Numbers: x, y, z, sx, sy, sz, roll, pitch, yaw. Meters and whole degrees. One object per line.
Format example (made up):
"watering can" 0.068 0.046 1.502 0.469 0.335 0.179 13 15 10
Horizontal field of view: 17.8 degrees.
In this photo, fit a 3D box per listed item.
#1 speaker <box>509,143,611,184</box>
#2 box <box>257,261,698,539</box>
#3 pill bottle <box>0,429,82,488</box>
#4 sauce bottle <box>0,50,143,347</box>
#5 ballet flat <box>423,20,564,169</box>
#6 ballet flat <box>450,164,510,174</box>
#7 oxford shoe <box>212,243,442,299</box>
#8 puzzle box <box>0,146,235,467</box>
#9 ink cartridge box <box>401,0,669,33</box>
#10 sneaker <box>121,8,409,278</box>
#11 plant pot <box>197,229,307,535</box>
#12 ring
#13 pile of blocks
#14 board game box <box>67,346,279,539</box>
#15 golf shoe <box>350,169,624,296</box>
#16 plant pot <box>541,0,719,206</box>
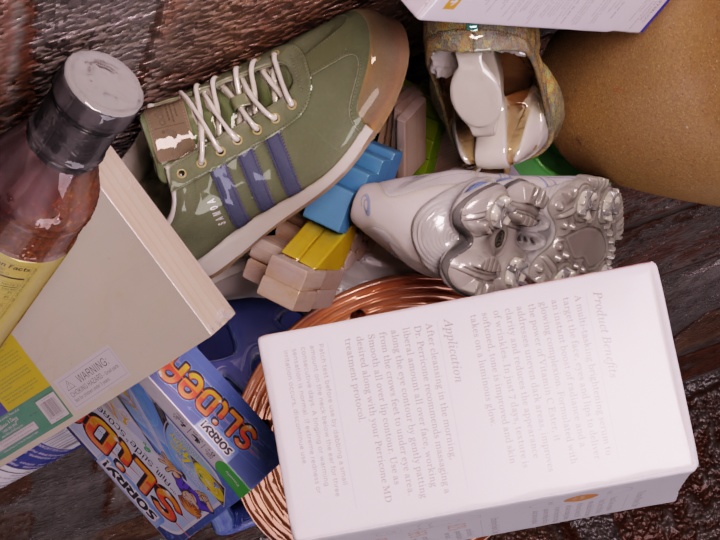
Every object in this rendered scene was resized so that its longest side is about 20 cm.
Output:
"speaker" 0.094 -0.052 1.469 0.088 0.089 0.200 -16 167 -26
"box" 0.061 0.077 1.176 0.200 0.106 0.152 -11 168 1
"pill bottle" -0.231 0.077 1.408 0.200 0.111 0.111 -27 167 29
"sauce bottle" -0.165 -0.027 1.096 0.066 0.066 0.200 -10 149 -45
"ballet flat" 0.066 -0.090 1.176 0.071 0.071 0.200 -21 154 1
"ballet flat" -0.001 -0.056 1.326 0.200 0.063 0.069 -18 174 -16
"oxford shoe" 0.000 0.000 1.296 0.200 0.058 0.075 -10 177 -6
"puzzle box" -0.168 0.013 1.180 0.200 0.133 0.025 -31 -171 41
"ink cartridge box" 0.100 -0.156 1.059 0.200 0.037 0.095 -2 138 -52
"sneaker" -0.068 -0.064 1.158 0.090 0.067 0.200 12 139 -39
"plant pot" -0.032 0.041 1.428 0.200 0.180 0.200 -21 169 -7
"ring" 0.023 0.087 1.306 0.200 0.201 0.019 -20 -149 -5
"pile of blocks" -0.006 -0.058 1.238 0.200 0.062 0.082 -47 151 -38
"board game box" -0.137 0.053 1.253 0.034 0.200 0.135 -42 179 -30
"golf shoe" 0.072 -0.026 1.229 0.097 0.078 0.200 18 -177 31
"plant pot" 0.196 -0.111 1.225 0.186 0.187 0.200 -12 -178 -40
